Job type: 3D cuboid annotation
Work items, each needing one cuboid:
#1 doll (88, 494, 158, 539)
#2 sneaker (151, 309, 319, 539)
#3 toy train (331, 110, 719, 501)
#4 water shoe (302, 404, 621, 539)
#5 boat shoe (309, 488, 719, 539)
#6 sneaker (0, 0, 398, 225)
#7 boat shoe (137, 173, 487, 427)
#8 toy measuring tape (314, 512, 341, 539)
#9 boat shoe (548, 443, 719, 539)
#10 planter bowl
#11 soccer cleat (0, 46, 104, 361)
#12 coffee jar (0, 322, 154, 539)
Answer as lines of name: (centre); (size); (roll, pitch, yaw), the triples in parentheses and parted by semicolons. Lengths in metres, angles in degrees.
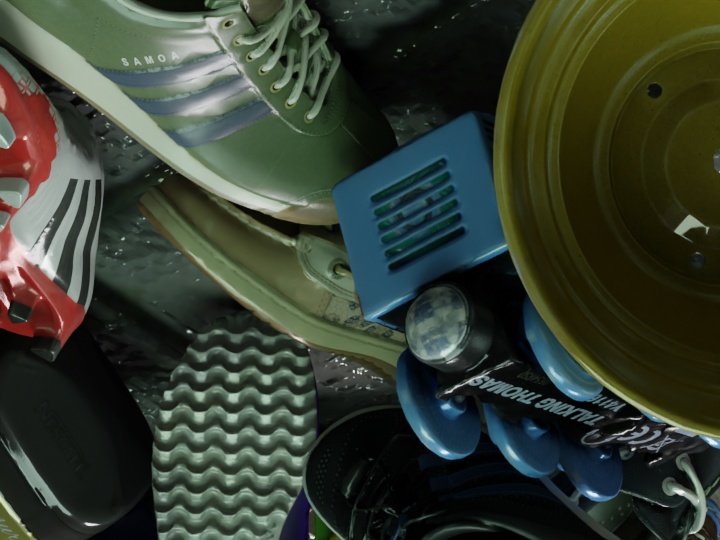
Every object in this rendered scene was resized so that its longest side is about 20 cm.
doll: (-0.158, 0.143, 1.387); (0.136, 0.049, 0.200); (32, 136, -30)
sneaker: (-0.056, 0.118, 1.256); (0.069, 0.200, 0.100); (3, 176, -1)
toy train: (0.075, 0.016, 1.099); (0.087, 0.114, 0.200); (-26, 154, 28)
water shoe: (0.040, 0.100, 1.119); (0.200, 0.072, 0.079); (26, -176, 40)
boat shoe: (0.063, 0.119, 1.305); (0.200, 0.072, 0.072); (2, 144, 6)
sneaker: (-0.050, -0.086, 1.044); (0.200, 0.067, 0.090); (31, 142, -26)
boat shoe: (0.000, 0.000, 1.168); (0.200, 0.073, 0.063); (27, 101, -34)
toy measuring tape: (0.014, 0.175, 1.236); (0.073, 0.200, 0.074); (0, 157, 0)
boat shoe: (0.109, 0.100, 1.202); (0.200, 0.060, 0.076); (-38, 130, -7)
planter bowl: (0.139, -0.040, 1.035); (0.200, 0.201, 0.083); (11, 179, -7)
soccer cleat: (-0.134, -0.043, 1.094); (0.069, 0.085, 0.200); (11, 151, 12)
coffee jar: (-0.188, 0.089, 1.276); (0.200, 0.085, 0.104); (-22, 108, 32)
